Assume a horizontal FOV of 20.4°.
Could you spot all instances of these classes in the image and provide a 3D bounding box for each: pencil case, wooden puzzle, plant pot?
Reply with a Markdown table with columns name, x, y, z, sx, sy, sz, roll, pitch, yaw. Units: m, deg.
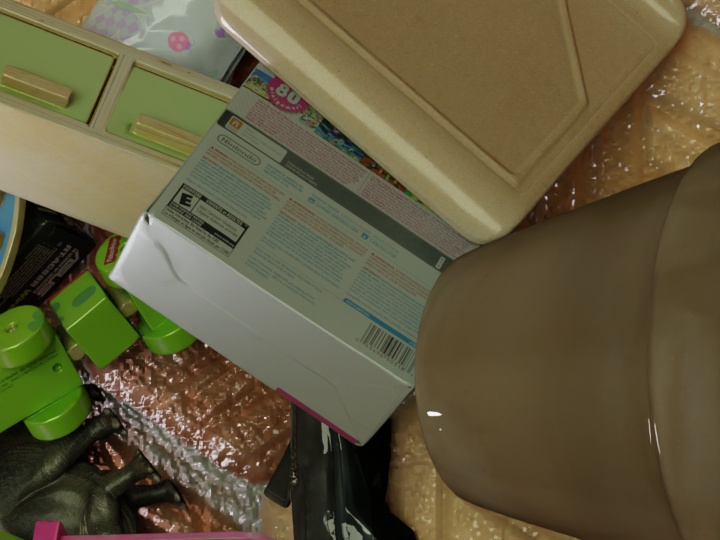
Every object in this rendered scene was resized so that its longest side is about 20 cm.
| name | x | y | z | sx | sy | sz | roll | pitch | yaw |
| --- | --- | --- | --- | --- | --- | --- | --- | --- | --- |
| pencil case | -0.069 | -0.177 | 1.117 | 0.091 | 0.083 | 0.201 | 39 | 95 | 21 |
| wooden puzzle | 0.048 | -0.126 | 1.009 | 0.185 | 0.037 | 0.200 | 41 | 56 | 4 |
| plant pot | 0.125 | 0.044 | 0.888 | 0.172 | 0.199 | 0.202 | -2 | 81 | 32 |

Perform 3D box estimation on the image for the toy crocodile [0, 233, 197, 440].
| name | x | y | z | sx | sy | sz | roll | pitch | yaw |
| --- | --- | --- | --- | --- | --- | --- | --- | --- | --- |
| toy crocodile | -0.150 | 0.030 | 1.097 | 0.199 | 0.068 | 0.062 | -35 | 34 | -8 |

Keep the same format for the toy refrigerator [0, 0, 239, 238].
| name | x | y | z | sx | sy | sz | roll | pitch | yaw |
| --- | --- | --- | --- | --- | --- | --- | --- | --- | --- |
| toy refrigerator | -0.158 | -0.084 | 1.055 | 0.198 | 0.070 | 0.076 | 22 | 47 | -6 |

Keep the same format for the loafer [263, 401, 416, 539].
| name | x | y | z | sx | sy | sz | roll | pitch | yaw |
| --- | --- | --- | --- | --- | --- | --- | --- | --- | --- |
| loafer | -0.021 | 0.109 | 1.069 | 0.072 | 0.073 | 0.202 | -16 | 76 | 21 |

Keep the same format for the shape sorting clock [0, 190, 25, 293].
| name | x | y | z | sx | sy | sz | roll | pitch | yaw |
| --- | --- | --- | --- | --- | --- | --- | --- | --- | --- |
| shape sorting clock | -0.271 | -0.028 | 1.113 | 0.198 | 0.039 | 0.202 | -5 | 76 | 21 |

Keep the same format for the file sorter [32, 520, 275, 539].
| name | x | y | z | sx | sy | sz | roll | pitch | yaw |
| --- | --- | --- | --- | --- | --- | --- | --- | --- | --- |
| file sorter | -0.094 | 0.241 | 0.962 | 0.124 | 0.140 | 0.201 | -3 | 52 | 10 |

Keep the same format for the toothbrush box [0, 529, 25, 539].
| name | x | y | z | sx | sy | sz | roll | pitch | yaw |
| --- | --- | --- | --- | --- | --- | --- | --- | --- | --- |
| toothbrush box | -0.269 | 0.178 | 1.039 | 0.198 | 0.145 | 0.087 | 18 | 108 | 20 |

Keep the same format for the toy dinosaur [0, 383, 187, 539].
| name | x | y | z | sx | sy | sz | roll | pitch | yaw |
| --- | --- | --- | --- | --- | --- | --- | --- | --- | --- |
| toy dinosaur | -0.165 | 0.124 | 1.112 | 0.102 | 0.077 | 0.200 | -40 | 76 | -5 |

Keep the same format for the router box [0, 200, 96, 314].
| name | x | y | z | sx | sy | sz | roll | pitch | yaw |
| --- | --- | --- | --- | --- | --- | --- | --- | --- | --- |
| router box | -0.272 | -0.001 | 1.164 | 0.200 | 0.062 | 0.150 | -46 | 66 | 7 |

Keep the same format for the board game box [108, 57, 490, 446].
| name | x | y | z | sx | sy | sz | roll | pitch | yaw |
| --- | --- | --- | --- | --- | --- | --- | --- | --- | --- |
| board game box | -0.008 | -0.035 | 0.977 | 0.147 | 0.064 | 0.201 | 34 | 50 | -1 |
